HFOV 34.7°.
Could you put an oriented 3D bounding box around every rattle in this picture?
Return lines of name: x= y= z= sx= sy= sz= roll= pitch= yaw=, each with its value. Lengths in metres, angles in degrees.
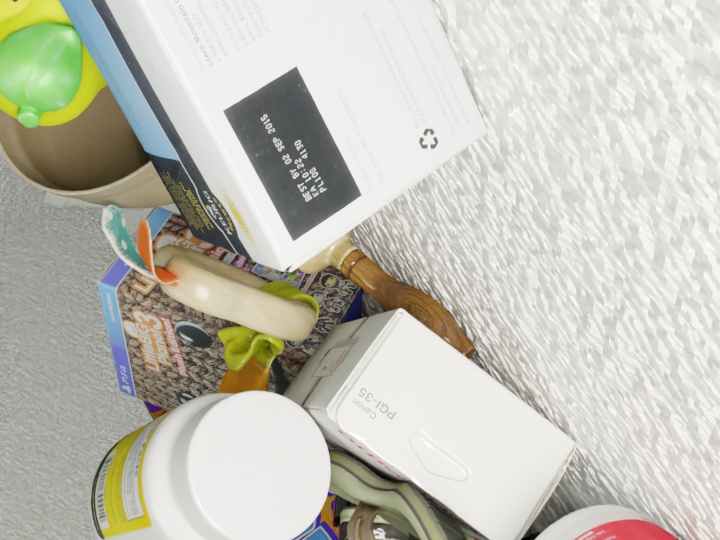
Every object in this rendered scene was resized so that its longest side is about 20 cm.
rattle: x=-0.126 y=0.046 z=0.804 sx=0.130 sy=0.143 sz=0.200 roll=42 pitch=-170 yaw=20

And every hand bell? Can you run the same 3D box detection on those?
hand bell: x=0.000 y=0.000 z=0.807 sx=0.200 sy=0.104 sz=0.104 roll=39 pitch=159 yaw=24

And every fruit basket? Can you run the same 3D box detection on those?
fruit basket: x=-0.176 y=-0.176 z=0.657 sx=0.156 sy=0.215 sz=0.216 roll=63 pitch=166 yaw=-19

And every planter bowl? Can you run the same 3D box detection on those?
planter bowl: x=-0.142 y=-0.130 z=0.818 sx=0.200 sy=0.200 sz=0.135 roll=51 pitch=-168 yaw=29

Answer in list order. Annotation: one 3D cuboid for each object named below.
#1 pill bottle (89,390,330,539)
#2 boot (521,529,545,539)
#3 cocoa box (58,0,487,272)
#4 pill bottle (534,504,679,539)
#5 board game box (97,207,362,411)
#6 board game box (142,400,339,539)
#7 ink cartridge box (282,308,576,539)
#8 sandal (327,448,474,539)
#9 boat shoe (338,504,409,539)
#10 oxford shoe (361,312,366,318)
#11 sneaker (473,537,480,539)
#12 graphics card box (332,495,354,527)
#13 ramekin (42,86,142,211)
pill bottle: x=-0.105 y=0.146 z=0.779 sx=0.114 sy=0.114 sz=0.200 roll=59 pitch=148 yaw=-1
boot: x=0.062 y=0.221 z=0.778 sx=0.198 sy=0.162 sz=0.073 roll=48 pitch=-157 yaw=-48
cocoa box: x=-0.056 y=-0.123 z=0.565 sx=0.131 sy=0.133 sz=0.200 roll=17 pitch=138 yaw=62
pill bottle: x=0.163 y=0.205 z=0.562 sx=0.200 sy=0.112 sz=0.112 roll=33 pitch=151 yaw=62
board game box: x=-0.108 y=0.059 z=0.995 sx=0.200 sy=0.097 sz=0.160 roll=19 pitch=141 yaw=14
board game box: x=-0.081 y=0.200 z=1.246 sx=0.200 sy=0.200 sz=0.200 roll=37 pitch=155 yaw=58
ink cartridge box: x=0.036 y=0.105 z=0.775 sx=0.146 sy=0.083 sz=0.200 roll=38 pitch=168 yaw=-7
sandal: x=0.022 y=0.164 z=0.700 sx=0.080 sy=0.057 sz=0.201 roll=43 pitch=167 yaw=-22
boat shoe: x=0.020 y=0.228 z=0.871 sx=0.201 sy=0.072 sz=0.066 roll=82 pitch=-164 yaw=-64
oxford shoe: x=-0.037 y=0.057 z=1.100 sx=0.075 sy=0.058 sz=0.200 roll=65 pitch=152 yaw=1
sneaker: x=0.093 y=0.226 z=0.924 sx=0.105 sy=0.075 sz=0.200 roll=52 pitch=173 yaw=-19
graphics card box: x=0.016 y=0.161 z=0.994 sx=0.200 sy=0.051 sz=0.126 roll=115 pitch=164 yaw=-75
ramekin: x=-0.202 y=-0.143 z=0.983 sx=0.202 sy=0.094 sz=0.203 roll=-166 pitch=90 yaw=-72
